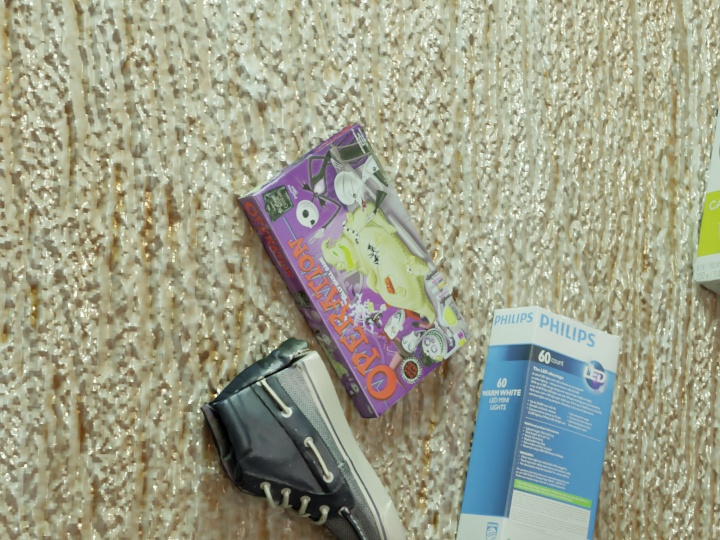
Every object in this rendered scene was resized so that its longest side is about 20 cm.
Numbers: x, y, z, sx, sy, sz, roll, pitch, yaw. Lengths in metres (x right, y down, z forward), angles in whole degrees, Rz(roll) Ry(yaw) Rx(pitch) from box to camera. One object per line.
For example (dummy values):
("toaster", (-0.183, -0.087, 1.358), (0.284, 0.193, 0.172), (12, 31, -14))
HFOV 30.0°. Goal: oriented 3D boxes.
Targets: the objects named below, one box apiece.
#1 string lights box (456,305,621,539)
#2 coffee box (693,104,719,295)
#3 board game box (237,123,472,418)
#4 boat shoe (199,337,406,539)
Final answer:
("string lights box", (0.151, 0.140, 1.119), (0.103, 0.059, 0.201), (20, 73, -32))
("coffee box", (0.468, -0.059, 1.280), (0.200, 0.199, 0.198), (23, 71, -30))
("board game box", (0.000, 0.000, 1.052), (0.120, 0.032, 0.200), (-37, 105, -28))
("boat shoe", (-0.043, 0.158, 0.982), (0.093, 0.075, 0.200), (-27, 92, -27))
